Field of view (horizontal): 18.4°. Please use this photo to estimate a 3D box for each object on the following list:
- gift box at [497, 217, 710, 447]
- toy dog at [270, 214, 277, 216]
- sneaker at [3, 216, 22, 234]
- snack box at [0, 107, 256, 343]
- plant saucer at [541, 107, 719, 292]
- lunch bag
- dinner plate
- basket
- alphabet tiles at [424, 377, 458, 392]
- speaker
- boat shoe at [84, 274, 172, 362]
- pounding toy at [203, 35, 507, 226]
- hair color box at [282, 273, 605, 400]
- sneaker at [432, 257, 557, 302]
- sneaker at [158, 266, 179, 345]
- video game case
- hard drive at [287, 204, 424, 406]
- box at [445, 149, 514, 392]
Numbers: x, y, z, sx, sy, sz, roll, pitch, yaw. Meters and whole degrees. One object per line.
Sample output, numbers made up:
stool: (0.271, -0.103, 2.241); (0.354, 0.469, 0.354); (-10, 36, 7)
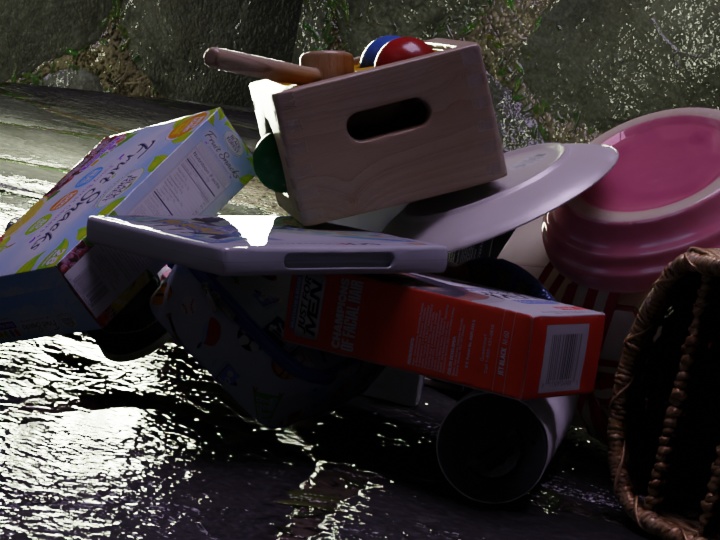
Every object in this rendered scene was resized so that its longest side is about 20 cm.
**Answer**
gift box: (0.219, 0.026, 1.774); (0.200, 0.187, 0.185); (3, -41, 45)
toy dog: (-0.071, -0.002, 2.025); (0.096, 0.132, 0.200); (-26, 30, -23)
sneaker: (-0.232, -0.046, 1.992); (0.146, 0.077, 0.202); (0, 37, 34)
snack box: (-0.197, -0.033, 1.715); (0.169, 0.068, 0.200); (-8, 33, 51)
plant saucer: (0.230, -0.062, 1.690); (0.200, 0.051, 0.201); (-17, 31, 10)
lunch bag: (-0.065, 0.035, 1.701); (0.160, 0.076, 0.200); (47, 24, 14)
dinner plate: (0.097, -0.059, 1.670); (0.200, 0.024, 0.200); (-21, 14, 5)
basket: (0.242, 0.088, 1.541); (0.142, 0.200, 0.149); (17, 10, 16)
alphabet tiles: (0.013, 0.077, 1.999); (0.200, 0.008, 0.167); (14, 8, 22)
speaker: (0.110, 0.113, 1.630); (0.081, 0.081, 0.200); (13, 9, 10)
boat shoe: (-0.198, 0.020, 1.789); (0.066, 0.074, 0.199); (55, -11, -20)
pounding toy: (-0.012, -0.120, 1.655); (0.200, 0.142, 0.184); (-14, 9, -7)
hair color box: (0.058, 0.039, 1.577); (0.200, 0.064, 0.111); (12, 6, 32)
sneaker: (0.097, 0.032, 1.689); (0.200, 0.075, 0.088); (21, -5, 46)
sneaker: (-0.147, 0.033, 1.845); (0.104, 0.076, 0.200); (13, 2, 2)
video game case: (-0.069, -0.019, 1.573); (0.182, 0.022, 0.200); (-1, 7, -34)
hard drive: (0.000, 0.000, 1.818); (0.132, 0.200, 0.025); (13, 18, 15)
box: (0.097, -0.006, 1.948); (0.079, 0.200, 0.141); (5, 11, -36)
